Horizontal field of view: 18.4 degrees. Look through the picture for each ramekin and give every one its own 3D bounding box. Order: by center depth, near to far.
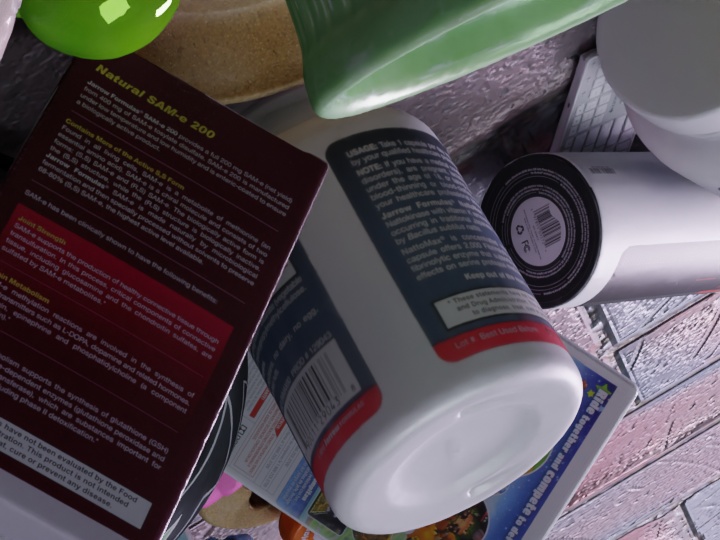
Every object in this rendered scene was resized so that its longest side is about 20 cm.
[{"bbox_3d":[0.055,-0.137,0.756,0.199,0.098,0.200,-25,179,-1],"label":"ramekin"}]

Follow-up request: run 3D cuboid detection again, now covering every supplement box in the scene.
[{"bbox_3d":[-0.098,0.018,0.811,0.061,0.108,0.201,-50,-167,51],"label":"supplement box"}]

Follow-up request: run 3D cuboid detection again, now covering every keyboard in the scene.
[{"bbox_3d":[0.123,-0.060,1.192,0.056,0.011,0.201,-19,151,-20],"label":"keyboard"}]

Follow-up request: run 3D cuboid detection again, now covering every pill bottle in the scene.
[{"bbox_3d":[0.000,0.000,0.964,0.119,0.201,0.120,-23,153,-13],"label":"pill bottle"},{"bbox_3d":[0.195,-0.092,1.084,0.119,0.120,0.200,-39,153,17],"label":"pill bottle"}]

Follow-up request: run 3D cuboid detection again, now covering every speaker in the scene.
[{"bbox_3d":[0.153,-0.025,1.189,0.199,0.082,0.081,-3,143,-49],"label":"speaker"}]

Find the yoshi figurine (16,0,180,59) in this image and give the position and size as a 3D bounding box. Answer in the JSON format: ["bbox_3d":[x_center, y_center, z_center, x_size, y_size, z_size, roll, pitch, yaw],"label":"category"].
[{"bbox_3d":[-0.142,-0.095,0.756,0.199,0.113,0.112,-23,152,-4],"label":"yoshi figurine"}]

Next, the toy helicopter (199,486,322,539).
[{"bbox_3d":[-0.029,0.060,1.203,0.132,0.079,0.201,16,118,-43],"label":"toy helicopter"}]

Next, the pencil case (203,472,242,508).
[{"bbox_3d":[-0.027,0.027,1.113,0.199,0.091,0.094,-34,-164,8],"label":"pencil case"}]

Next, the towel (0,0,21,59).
[{"bbox_3d":[-0.209,-0.069,0.678,0.190,0.032,0.201,22,119,-6],"label":"towel"}]

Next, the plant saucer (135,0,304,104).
[{"bbox_3d":[-0.031,-0.145,0.872,0.199,0.036,0.201,-24,152,-13],"label":"plant saucer"}]

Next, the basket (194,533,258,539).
[{"bbox_3d":[-0.138,0.235,1.266,0.199,0.140,0.176,-35,-173,-24],"label":"basket"}]

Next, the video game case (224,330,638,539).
[{"bbox_3d":[0.011,0.060,1.052,0.144,0.199,0.018,-57,173,6],"label":"video game case"}]

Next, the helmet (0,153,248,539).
[{"bbox_3d":[-0.147,0.050,0.922,0.189,0.201,0.200,13,133,-34],"label":"helmet"}]

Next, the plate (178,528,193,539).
[{"bbox_3d":[-0.174,0.181,1.142,0.199,0.202,0.026,-16,-178,-25],"label":"plate"}]
